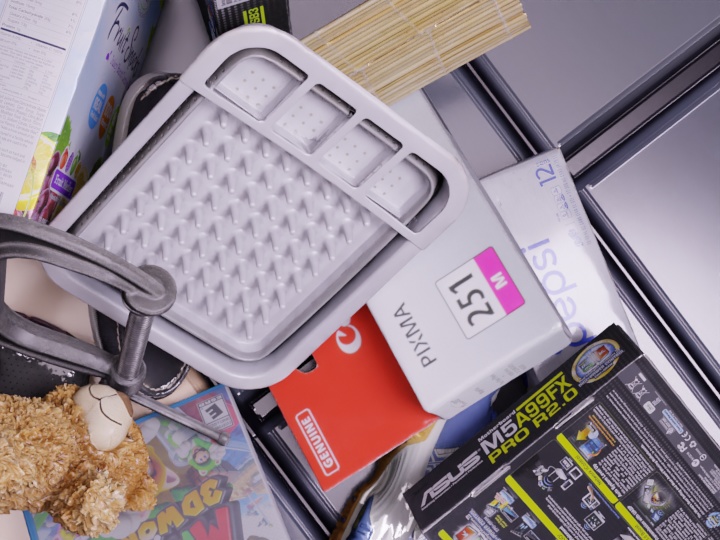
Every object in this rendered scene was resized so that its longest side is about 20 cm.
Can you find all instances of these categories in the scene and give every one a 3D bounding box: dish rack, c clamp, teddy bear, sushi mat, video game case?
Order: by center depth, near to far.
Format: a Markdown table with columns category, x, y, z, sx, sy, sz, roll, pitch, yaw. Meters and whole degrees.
| category | x | y | z | sx | sy | sz | roll | pitch | yaw |
| --- | --- | --- | --- | --- | --- | --- | --- | --- | --- |
| teddy bear | -0.190 | 0.095 | 0.869 | 0.199 | 0.145 | 0.067 | 8 | 101 | -36 |
| c clamp | -0.144 | 0.027 | 0.873 | 0.170 | 0.200 | 0.027 | 19 | 64 | 1 |
| dish rack | -0.060 | -0.036 | 0.879 | 0.171 | 0.044 | 0.200 | 33 | 117 | -27 |
| sushi mat | -0.005 | -0.112 | 0.893 | 0.199 | 0.096 | 0.012 | -29 | 58 | 10 |
| video game case | -0.111 | 0.171 | 0.926 | 0.143 | 0.018 | 0.200 | -23 | 53 | -5 |

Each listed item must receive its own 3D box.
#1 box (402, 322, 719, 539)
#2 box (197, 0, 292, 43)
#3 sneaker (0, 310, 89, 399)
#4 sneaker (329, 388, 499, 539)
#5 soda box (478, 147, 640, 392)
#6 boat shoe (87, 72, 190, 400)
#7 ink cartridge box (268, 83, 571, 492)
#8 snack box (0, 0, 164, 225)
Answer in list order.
| category | x | y | z | sx | sy | sz | roll | pitch | yaw |
| --- | --- | --- | --- | --- | --- | --- | --- | --- | --- |
| box | 0.146 | 0.152 | 0.934 | 0.160 | 0.044 | 0.200 | -40 | 116 | 5 |
| box | -0.083 | -0.207 | 0.891 | 0.047 | 0.200 | 0.194 | -18 | 70 | -6 |
| sneaker | -0.261 | 0.055 | 0.930 | 0.199 | 0.116 | 0.076 | 5 | 86 | -3 |
| sneaker | 0.053 | 0.126 | 0.976 | 0.088 | 0.075 | 0.201 | 27 | 94 | -10 |
| soda box | 0.123 | 0.032 | 0.983 | 0.068 | 0.063 | 0.201 | -22 | 89 | -4 |
| boat shoe | -0.114 | -0.016 | 0.953 | 0.074 | 0.060 | 0.201 | 5 | 98 | -29 |
| ink cartridge box | 0.000 | 0.000 | 0.940 | 0.173 | 0.044 | 0.201 | -33 | 70 | 8 |
| snack box | -0.174 | -0.110 | 0.918 | 0.067 | 0.169 | 0.201 | 17 | 86 | 0 |
